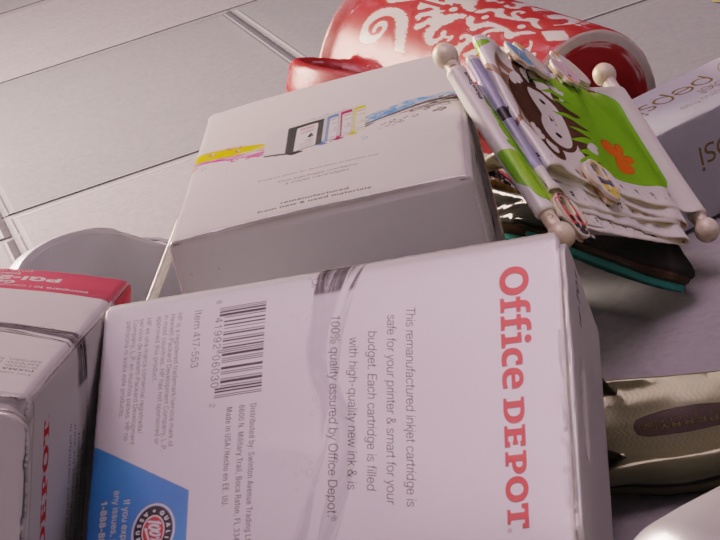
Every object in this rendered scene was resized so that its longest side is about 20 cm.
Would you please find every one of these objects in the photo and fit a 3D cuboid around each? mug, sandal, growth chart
[{"bbox_3d":[0.066,-0.101,1.275,0.177,0.134,0.200,-34,31,-24],"label":"mug"},{"bbox_3d":[0.087,0.067,0.888,0.200,0.057,0.080,-13,39,0],"label":"sandal"},{"bbox_3d":[0.110,-0.067,1.038,0.018,0.145,0.200,-43,-23,26],"label":"growth chart"}]

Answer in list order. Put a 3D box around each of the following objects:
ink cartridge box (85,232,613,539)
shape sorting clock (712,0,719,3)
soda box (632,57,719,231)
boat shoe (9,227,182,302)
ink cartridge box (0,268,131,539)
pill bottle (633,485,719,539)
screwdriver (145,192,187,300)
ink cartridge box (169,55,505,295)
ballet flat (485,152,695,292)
[{"bbox_3d":[-0.003,0.079,0.820,0.199,0.086,0.147,-8,57,14],"label":"ink cartridge box"},{"bbox_3d":[0.328,-0.169,1.309,0.199,0.039,0.200,-1,9,0],"label":"shape sorting clock"},{"bbox_3d":[0.218,-0.084,1.196,0.200,0.064,0.068,-27,24,-26],"label":"soda box"},{"bbox_3d":[-0.119,0.016,1.134,0.200,0.074,0.065,3,-11,-41],"label":"boat shoe"},{"bbox_3d":[-0.155,0.091,0.836,0.084,0.146,0.200,5,12,2],"label":"ink cartridge box"},{"bbox_3d":[0.146,0.119,0.658,0.200,0.115,0.114,-24,22,-22],"label":"pill bottle"},{"bbox_3d":[-0.113,0.048,0.984,0.029,0.028,0.201,-11,55,65],"label":"screwdriver"},{"bbox_3d":[0.000,0.000,1.016,0.144,0.148,0.200,-13,21,7],"label":"ink cartridge box"},{"bbox_3d":[0.107,-0.036,1.123,0.068,0.069,0.200,16,-2,-40],"label":"ballet flat"}]
